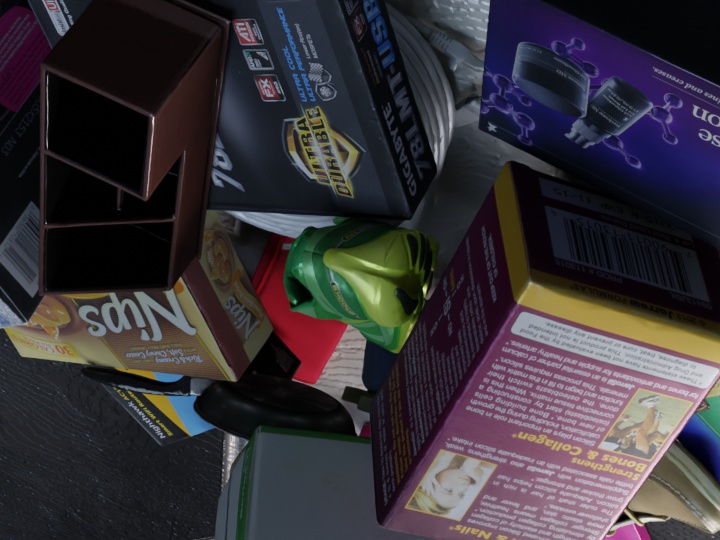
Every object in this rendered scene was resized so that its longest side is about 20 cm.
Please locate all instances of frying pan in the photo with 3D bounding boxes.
[{"bbox_3d":[-0.084,0.084,1.187,0.189,0.115,0.031,21,103,32],"label":"frying pan"}]

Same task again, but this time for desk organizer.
[{"bbox_3d":[-0.127,-0.057,0.955,0.071,0.077,0.201,25,143,9],"label":"desk organizer"}]

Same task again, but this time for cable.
[{"bbox_3d":[-0.043,-0.098,1.052,0.199,0.070,0.200,32,143,-7],"label":"cable"}]

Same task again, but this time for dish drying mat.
[{"bbox_3d":[-0.039,0.016,1.227,0.076,0.018,0.200,27,143,-1],"label":"dish drying mat"}]

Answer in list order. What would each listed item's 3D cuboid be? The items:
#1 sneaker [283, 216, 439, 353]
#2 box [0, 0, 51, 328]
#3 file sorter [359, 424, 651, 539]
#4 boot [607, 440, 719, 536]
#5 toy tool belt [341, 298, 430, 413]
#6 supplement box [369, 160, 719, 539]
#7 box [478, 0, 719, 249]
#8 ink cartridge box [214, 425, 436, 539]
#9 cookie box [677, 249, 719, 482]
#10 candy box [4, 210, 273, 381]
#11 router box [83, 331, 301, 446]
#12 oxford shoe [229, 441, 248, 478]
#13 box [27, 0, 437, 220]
[{"bbox_3d":[0.000,0.000,1.033,0.083,0.075,0.200,17,172,7],"label":"sneaker"},{"bbox_3d":[-0.232,-0.072,1.085,0.114,0.201,0.132,-10,130,39],"label":"box"},{"bbox_3d":[0.091,0.208,1.291,0.198,0.126,0.139,-1,136,31],"label":"file sorter"},{"bbox_3d":[0.139,0.166,1.131,0.072,0.155,0.200,49,167,-26],"label":"boot"},{"bbox_3d":[0.052,0.063,1.131,0.199,0.126,0.122,-14,153,43],"label":"toy tool belt"},{"bbox_3d":[0.102,0.059,0.972,0.130,0.104,0.201,16,128,-17],"label":"supplement box"},{"bbox_3d":[0.165,-0.091,0.886,0.199,0.079,0.141,28,159,14],"label":"box"},{"bbox_3d":[-0.015,0.170,1.130,0.145,0.084,0.200,7,159,-10],"label":"ink cartridge box"},{"bbox_3d":[0.257,0.054,1.051,0.200,0.076,0.171,44,140,-22],"label":"cookie box"},{"bbox_3d":[-0.167,0.007,1.165,0.199,0.055,0.116,3,134,34],"label":"candy box"},{"bbox_3d":[-0.158,0.030,1.272,0.200,0.051,0.149,49,140,-17],"label":"router box"},{"bbox_3d":[-0.059,0.147,1.272,0.071,0.074,0.200,58,180,12],"label":"oxford shoe"},{"bbox_3d":[-0.076,-0.119,0.955,0.197,0.050,0.201,3,134,27],"label":"box"}]
